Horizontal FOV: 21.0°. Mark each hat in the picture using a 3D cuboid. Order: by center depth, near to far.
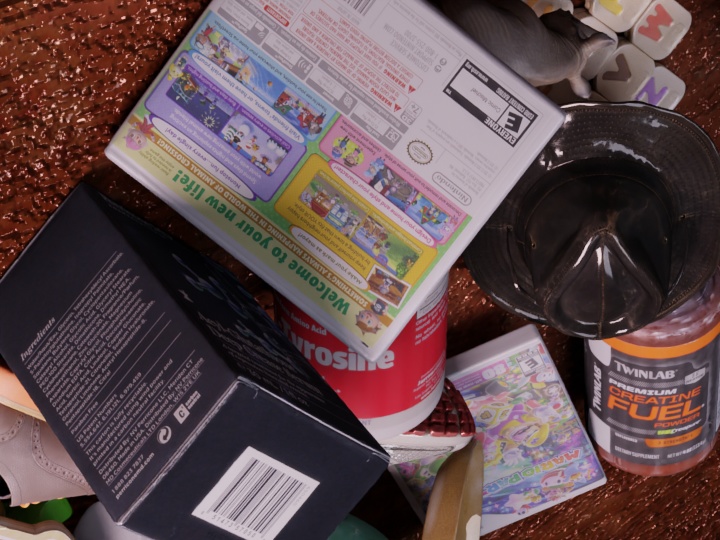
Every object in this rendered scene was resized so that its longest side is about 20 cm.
[{"bbox_3d":[0.153,-0.012,1.275,0.198,0.081,0.202,3,131,3],"label":"hat"}]

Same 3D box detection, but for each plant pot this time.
[{"bbox_3d":[0.060,0.218,1.373,0.027,0.201,0.201,7,131,8],"label":"plant pot"}]

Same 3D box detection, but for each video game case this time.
[{"bbox_3d":[-0.016,-0.078,1.105,0.183,0.199,0.022,-52,-178,10],"label":"video game case"},{"bbox_3d":[0.091,0.127,1.432,0.142,0.018,0.201,-24,138,6],"label":"video game case"}]

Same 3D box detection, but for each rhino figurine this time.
[{"bbox_3d":[0.079,-0.139,1.178,0.199,0.087,0.060,-2,124,-35],"label":"rhino figurine"}]

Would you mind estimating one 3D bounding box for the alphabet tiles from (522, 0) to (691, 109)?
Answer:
[{"bbox_3d":[0.138,-0.110,1.306,0.195,0.015,0.201,26,106,-47],"label":"alphabet tiles"}]

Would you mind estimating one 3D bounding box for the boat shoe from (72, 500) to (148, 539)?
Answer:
[{"bbox_3d":[-0.180,0.222,1.296,0.066,0.072,0.201,-12,136,-56],"label":"boat shoe"}]

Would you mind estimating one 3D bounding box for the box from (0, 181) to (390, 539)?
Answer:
[{"bbox_3d":[-0.104,0.067,1.122,0.107,0.200,0.148,-50,139,6],"label":"box"}]

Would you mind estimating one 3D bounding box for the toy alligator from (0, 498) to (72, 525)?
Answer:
[{"bbox_3d":[-0.220,0.171,1.227,0.199,0.054,0.060,-32,138,-13],"label":"toy alligator"}]

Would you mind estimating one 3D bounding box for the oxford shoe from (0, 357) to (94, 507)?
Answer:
[{"bbox_3d":[-0.189,0.111,1.183,0.199,0.071,0.073,34,83,-38],"label":"oxford shoe"}]

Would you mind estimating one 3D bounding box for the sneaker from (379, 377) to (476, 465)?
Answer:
[{"bbox_3d":[-0.018,0.107,1.319,0.198,0.078,0.083,-1,134,-17],"label":"sneaker"}]

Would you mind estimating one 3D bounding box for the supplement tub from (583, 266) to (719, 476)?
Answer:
[{"bbox_3d":[0.216,0.050,1.433,0.106,0.107,0.201,-25,135,-19],"label":"supplement tub"}]

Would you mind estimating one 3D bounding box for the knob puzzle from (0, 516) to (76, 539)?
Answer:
[{"bbox_3d":[-0.235,0.234,1.201,0.218,0.031,0.221,-11,128,-15],"label":"knob puzzle"}]

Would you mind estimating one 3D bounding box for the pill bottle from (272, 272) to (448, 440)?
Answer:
[{"bbox_3d":[0.000,0.000,1.215,0.111,0.112,0.201,-21,134,-23],"label":"pill bottle"}]

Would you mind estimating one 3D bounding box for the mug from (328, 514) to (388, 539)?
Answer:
[{"bbox_3d":[-0.035,0.228,1.354,0.150,0.115,0.186,8,126,3],"label":"mug"}]
